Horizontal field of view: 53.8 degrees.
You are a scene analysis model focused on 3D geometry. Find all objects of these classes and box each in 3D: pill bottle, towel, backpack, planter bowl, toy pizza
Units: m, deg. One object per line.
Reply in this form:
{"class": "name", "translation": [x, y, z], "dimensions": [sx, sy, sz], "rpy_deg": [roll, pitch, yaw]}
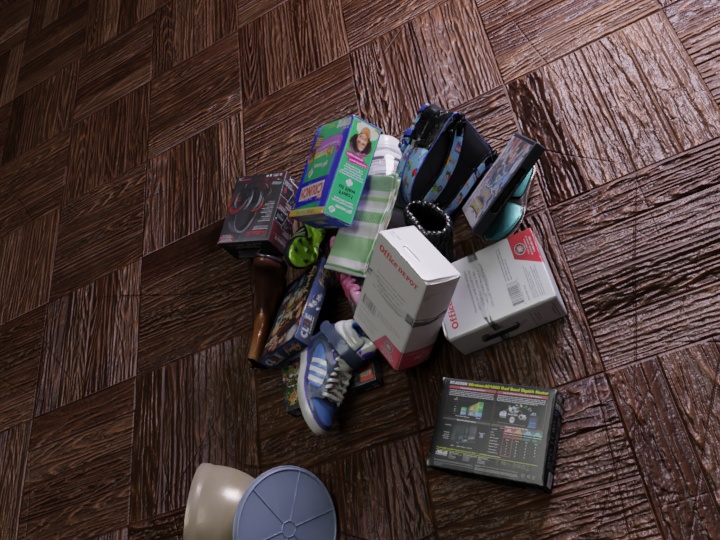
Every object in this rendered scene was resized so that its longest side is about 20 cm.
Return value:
{"class": "pill bottle", "translation": [0.046, -0.171, 1.459], "dimensions": [0.112, 0.113, 0.202], "rpy_deg": [-16, 56, 23]}
{"class": "towel", "translation": [0.002, -0.089, 1.357], "dimensions": [0.152, 0.023, 0.202], "rpy_deg": [11, 82, 54]}
{"class": "backpack", "translation": [0.146, -0.196, 1.375], "dimensions": [0.134, 0.182, 0.201], "rpy_deg": [31, 90, 43]}
{"class": "planter bowl", "translation": [-0.218, 0.443, 1.237], "dimensions": [0.133, 0.201, 0.202], "rpy_deg": [2, 61, 2]}
{"class": "toy pizza", "translation": [-0.126, 0.430, 1.181], "dimensions": [0.032, 0.199, 0.202], "rpy_deg": [-22, 50, 51]}

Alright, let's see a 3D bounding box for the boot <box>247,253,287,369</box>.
{"class": "boot", "translation": [-0.204, 0.082, 1.427], "dimensions": [0.068, 0.189, 0.202], "rpy_deg": [14, 65, -1]}

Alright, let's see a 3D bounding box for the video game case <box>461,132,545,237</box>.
{"class": "video game case", "translation": [0.250, -0.159, 1.275], "dimensions": [0.182, 0.025, 0.200], "rpy_deg": [-55, 6, 14]}

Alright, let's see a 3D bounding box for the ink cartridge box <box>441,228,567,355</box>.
{"class": "ink cartridge box", "translation": [0.237, 0.040, 1.241], "dimensions": [0.198, 0.084, 0.146], "rpy_deg": [-24, 54, 18]}

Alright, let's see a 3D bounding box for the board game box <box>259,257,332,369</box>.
{"class": "board game box", "translation": [-0.124, 0.084, 1.399], "dimensions": [0.135, 0.034, 0.201], "rpy_deg": [-37, 28, 43]}

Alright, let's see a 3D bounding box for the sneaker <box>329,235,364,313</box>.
{"class": "sneaker", "translation": [0.000, 0.000, 1.428], "dimensions": [0.094, 0.079, 0.201], "rpy_deg": [-21, 53, -7]}

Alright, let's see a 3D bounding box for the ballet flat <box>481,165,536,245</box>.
{"class": "ballet flat", "translation": [0.279, -0.113, 1.310], "dimensions": [0.068, 0.067, 0.201], "rpy_deg": [22, 66, 23]}

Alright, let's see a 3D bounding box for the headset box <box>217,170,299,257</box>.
{"class": "headset box", "translation": [-0.230, -0.117, 1.620], "dimensions": [0.147, 0.075, 0.202], "rpy_deg": [-2, 63, 30]}

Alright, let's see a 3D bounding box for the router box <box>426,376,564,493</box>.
{"class": "router box", "translation": [0.217, 0.261, 1.141], "dimensions": [0.198, 0.062, 0.151], "rpy_deg": [2, 66, 32]}

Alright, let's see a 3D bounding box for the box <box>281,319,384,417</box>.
{"class": "box", "translation": [-0.059, 0.185, 1.368], "dimensions": [0.198, 0.038, 0.138], "rpy_deg": [-23, 54, 19]}

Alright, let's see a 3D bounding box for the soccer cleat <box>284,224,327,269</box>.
{"class": "soccer cleat", "translation": [-0.125, -0.046, 1.483], "dimensions": [0.081, 0.068, 0.200], "rpy_deg": [-35, 14, 24]}

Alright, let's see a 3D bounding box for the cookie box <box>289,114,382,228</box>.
{"class": "cookie box", "translation": [-0.053, -0.190, 1.410], "dimensions": [0.171, 0.075, 0.202], "rpy_deg": [3, 74, 62]}

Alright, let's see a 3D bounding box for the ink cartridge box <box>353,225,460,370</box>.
{"class": "ink cartridge box", "translation": [0.077, 0.047, 1.227], "dimensions": [0.147, 0.082, 0.201], "rpy_deg": [50, 137, 36]}

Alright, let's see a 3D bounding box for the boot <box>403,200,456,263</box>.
{"class": "boot", "translation": [0.089, -0.064, 1.327], "dimensions": [0.209, 0.158, 0.080], "rpy_deg": [16, 60, 28]}

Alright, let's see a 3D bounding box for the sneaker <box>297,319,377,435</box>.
{"class": "sneaker", "translation": [-0.034, 0.180, 1.276], "dimensions": [0.145, 0.081, 0.202], "rpy_deg": [-26, 47, 24]}
